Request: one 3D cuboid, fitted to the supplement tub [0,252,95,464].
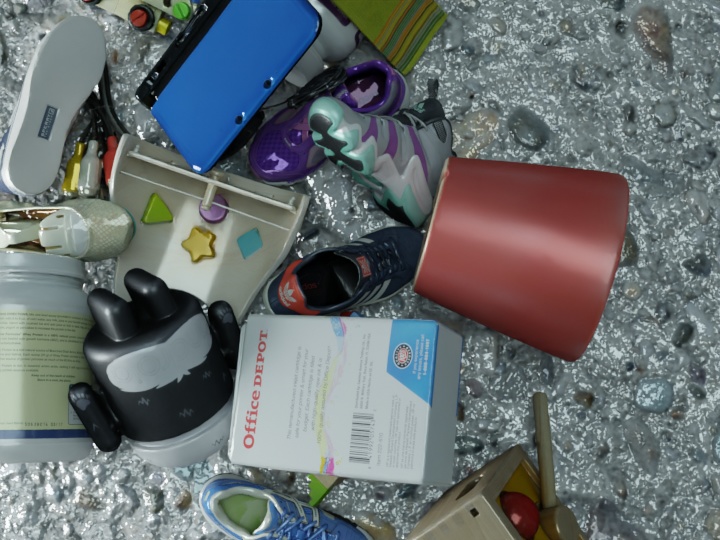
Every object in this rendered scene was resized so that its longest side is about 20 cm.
[{"bbox_3d":[-0.340,0.090,1.029,0.145,0.145,0.201,0,81,-2],"label":"supplement tub"}]

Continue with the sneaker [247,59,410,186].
[{"bbox_3d":[-0.036,-0.167,1.105,0.200,0.088,0.081,-33,85,-5],"label":"sneaker"}]

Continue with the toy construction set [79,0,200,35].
[{"bbox_3d":[-0.237,-0.336,1.123,0.200,0.092,0.131,30,106,11],"label":"toy construction set"}]

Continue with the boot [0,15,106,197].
[{"bbox_3d":[-0.339,-0.175,1.091,0.073,0.090,0.200,27,79,-33],"label":"boot"}]

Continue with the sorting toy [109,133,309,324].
[{"bbox_3d":[-0.174,-0.023,1.080,0.200,0.107,0.180,19,90,-1],"label":"sorting toy"}]

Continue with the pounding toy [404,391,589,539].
[{"bbox_3d":[0.158,0.252,1.008,0.142,0.200,0.184,-38,84,22],"label":"pounding toy"}]

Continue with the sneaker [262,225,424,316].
[{"bbox_3d":[0.000,0.000,1.057,0.200,0.084,0.075,-26,86,-28],"label":"sneaker"}]

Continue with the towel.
[{"bbox_3d":[0.024,-0.286,1.077,0.018,0.200,0.086,31,89,35],"label":"towel"}]

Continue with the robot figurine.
[{"bbox_3d":[-0.198,0.099,1.019,0.150,0.125,0.200,-15,115,11],"label":"robot figurine"}]

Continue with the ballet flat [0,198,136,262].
[{"bbox_3d":[-0.320,-0.036,1.051,0.200,0.062,0.068,1,108,30],"label":"ballet flat"}]

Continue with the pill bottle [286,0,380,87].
[{"bbox_3d":[-0.029,-0.300,1.113,0.112,0.112,0.200,37,82,4],"label":"pill bottle"}]

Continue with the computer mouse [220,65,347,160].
[{"bbox_3d":[-0.095,-0.162,1.088,0.200,0.059,0.034,-20,119,28],"label":"computer mouse"}]

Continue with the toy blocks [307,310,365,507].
[{"bbox_3d":[-0.026,0.120,1.061,0.137,0.100,0.200,43,97,14],"label":"toy blocks"}]

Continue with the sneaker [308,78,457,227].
[{"bbox_3d":[0.036,-0.152,1.071,0.078,0.200,0.140,25,76,41],"label":"sneaker"}]

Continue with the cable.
[{"bbox_3d":[-0.282,-0.161,1.110,0.097,0.050,0.201,-9,84,18],"label":"cable"}]

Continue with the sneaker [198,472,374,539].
[{"bbox_3d":[-0.074,0.268,1.043,0.200,0.077,0.076,20,80,0],"label":"sneaker"}]

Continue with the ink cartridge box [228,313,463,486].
[{"bbox_3d":[-0.014,0.121,0.967,0.200,0.085,0.145,1,78,23],"label":"ink cartridge box"}]

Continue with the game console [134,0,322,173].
[{"bbox_3d":[-0.122,-0.218,1.047,0.118,0.171,0.200,42,109,-4],"label":"game console"}]

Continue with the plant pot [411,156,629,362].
[{"bbox_3d":[0.153,-0.025,1.032,0.177,0.200,0.201,16,81,1],"label":"plant pot"}]
